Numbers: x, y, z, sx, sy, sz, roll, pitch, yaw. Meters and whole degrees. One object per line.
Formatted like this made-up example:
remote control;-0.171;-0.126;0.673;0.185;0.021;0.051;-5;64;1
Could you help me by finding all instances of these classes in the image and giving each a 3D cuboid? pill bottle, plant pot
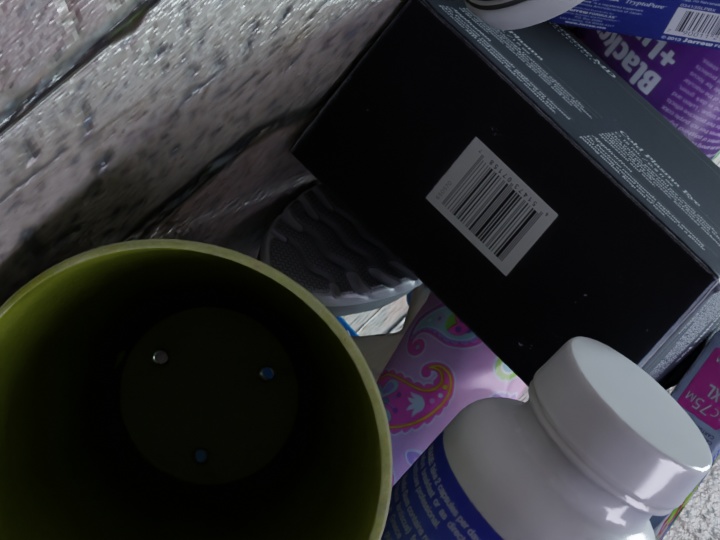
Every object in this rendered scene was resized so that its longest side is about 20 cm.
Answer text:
pill bottle;0.059;0.128;0.930;0.200;0.112;0.112;-49;166;19
plant pot;-0.076;0.072;0.962;0.187;0.187;0.200;-45;-178;5
pill bottle;0.172;-0.112;1.224;0.200;0.111;0.111;-51;165;28

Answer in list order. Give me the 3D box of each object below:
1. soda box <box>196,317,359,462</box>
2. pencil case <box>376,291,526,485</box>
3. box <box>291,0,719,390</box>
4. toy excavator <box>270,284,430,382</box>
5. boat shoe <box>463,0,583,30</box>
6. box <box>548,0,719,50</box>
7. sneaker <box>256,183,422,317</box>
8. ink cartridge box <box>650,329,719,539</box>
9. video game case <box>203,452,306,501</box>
soda box;-0.064;0.120;1.345;0.200;0.064;0.068;-51;165;30
pencil case;0.048;0.074;1.195;0.200;0.087;0.087;-56;166;0
box;0.098;-0.034;1.052;0.104;0.200;0.182;-50;165;20
toy excavator;0.059;0.020;1.285;0.100;0.194;0.200;121;-8;-49
boat shoe;0.107;-0.186;0.926;0.064;0.071;0.200;22;128;-40
box;0.177;-0.181;1.039;0.200;0.121;0.032;115;-19;-60
sneaker;0.000;0.000;1.135;0.082;0.075;0.200;-52;165;26
ink cartridge box;0.134;0.130;1.073;0.200;0.042;0.119;-50;167;-9
video game case;-0.081;0.157;1.112;0.200;0.022;0.182;-59;-166;-14
